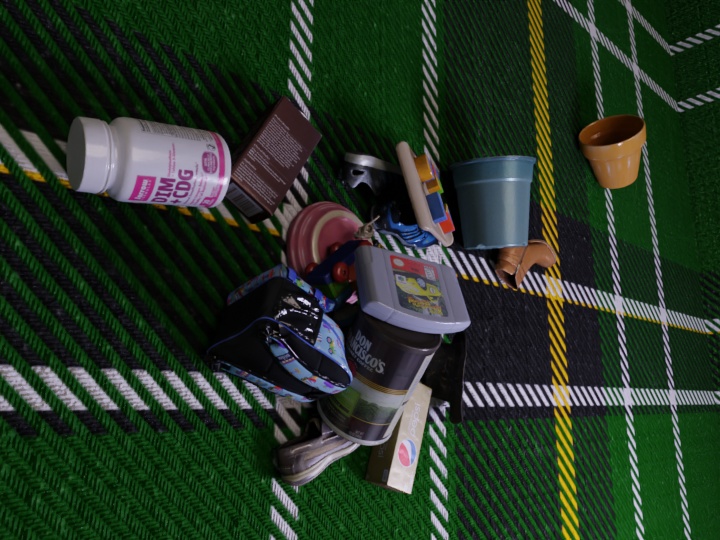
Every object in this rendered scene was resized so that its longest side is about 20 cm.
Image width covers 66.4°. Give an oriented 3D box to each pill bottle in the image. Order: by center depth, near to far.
[{"bbox_3d":[-0.296,-0.152,0.778,0.198,0.113,0.115,-1,81,-41],"label":"pill bottle"}]

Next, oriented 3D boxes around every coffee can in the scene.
[{"bbox_3d":[0.028,0.164,0.917,0.145,0.146,0.202,3,120,-41],"label":"coffee can"}]

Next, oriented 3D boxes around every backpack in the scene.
[{"bbox_3d":[-0.106,0.111,0.846,0.199,0.182,0.136,37,43,-27],"label":"backpack"}]

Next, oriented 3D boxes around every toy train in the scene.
[{"bbox_3d":[0.000,0.000,0.972,0.200,0.084,0.117,-42,120,-39],"label":"toy train"}]

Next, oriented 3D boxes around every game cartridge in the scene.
[{"bbox_3d":[0.087,0.036,0.895,0.198,0.041,0.134,13,50,-27],"label":"game cartridge"}]

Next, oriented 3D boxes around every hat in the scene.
[{"bbox_3d":[0.166,0.210,1.128,0.080,0.201,0.203,4,75,0],"label":"hat"}]

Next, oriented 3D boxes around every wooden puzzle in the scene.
[{"bbox_3d":[0.145,-0.155,1.121,0.200,0.046,0.188,16,58,-66],"label":"wooden puzzle"}]

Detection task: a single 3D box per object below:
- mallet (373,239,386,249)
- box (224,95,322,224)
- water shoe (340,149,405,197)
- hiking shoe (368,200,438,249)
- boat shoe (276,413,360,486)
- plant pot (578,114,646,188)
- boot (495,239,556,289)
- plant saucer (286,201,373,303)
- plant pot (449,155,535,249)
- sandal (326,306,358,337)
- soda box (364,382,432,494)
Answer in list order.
[{"bbox_3d":[0.100,-0.002,1.159,0.200,0.041,0.066,48,53,-19],"label":"mallet"},{"bbox_3d":[-0.157,-0.190,0.940,0.100,0.075,0.201,43,57,-26],"label":"box"},{"bbox_3d":[0.034,-0.189,1.129,0.199,0.071,0.080,9,104,-44],"label":"water shoe"},{"bbox_3d":[0.111,-0.093,1.150,0.198,0.086,0.075,12,73,-40],"label":"hiking shoe"},{"bbox_3d":[-0.057,0.280,0.928,0.199,0.074,0.074,-27,99,-43],"label":"boat shoe"},{"bbox_3d":[0.837,-0.381,1.813,0.201,0.198,0.184,-52,130,-36],"label":"plant pot"},{"bbox_3d":[0.425,-0.017,1.431,0.199,0.073,0.156,31,60,-20],"label":"boot"},{"bbox_3d":[-0.044,-0.032,1.023,0.199,0.051,0.203,10,75,-40],"label":"plant saucer"},{"bbox_3d":[0.311,-0.151,1.286,0.199,0.199,0.199,-2,90,-42],"label":"plant pot"},{"bbox_3d":[-0.037,0.107,0.993,0.199,0.080,0.054,-3,125,-46],"label":"sandal"},{"bbox_3d":[0.075,0.310,1.047,0.067,0.064,0.202,33,61,-32],"label":"soda box"}]
